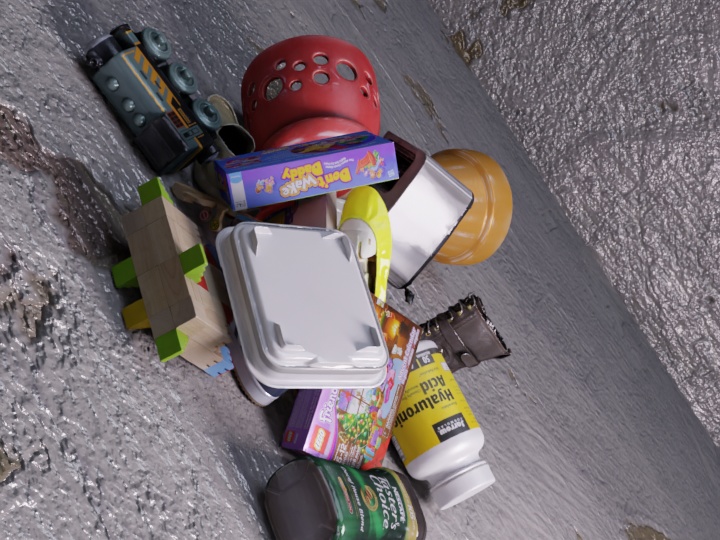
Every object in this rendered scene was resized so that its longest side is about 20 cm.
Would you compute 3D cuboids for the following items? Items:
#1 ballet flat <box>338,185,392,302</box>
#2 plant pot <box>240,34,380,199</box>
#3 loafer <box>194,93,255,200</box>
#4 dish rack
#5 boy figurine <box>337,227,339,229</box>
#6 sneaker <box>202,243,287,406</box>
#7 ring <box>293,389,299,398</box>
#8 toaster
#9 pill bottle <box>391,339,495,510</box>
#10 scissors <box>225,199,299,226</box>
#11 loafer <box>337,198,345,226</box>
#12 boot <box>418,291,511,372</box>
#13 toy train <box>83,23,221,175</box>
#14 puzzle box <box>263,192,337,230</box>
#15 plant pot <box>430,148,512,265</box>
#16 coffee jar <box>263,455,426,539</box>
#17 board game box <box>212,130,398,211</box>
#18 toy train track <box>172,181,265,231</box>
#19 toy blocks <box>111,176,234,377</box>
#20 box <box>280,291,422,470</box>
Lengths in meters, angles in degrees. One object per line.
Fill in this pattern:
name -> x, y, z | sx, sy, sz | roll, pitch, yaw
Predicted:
ballet flat -> 0.000, 0.000, 1.393 | 0.067, 0.066, 0.202 | -17, 108, -64
plant pot -> -0.064, -0.199, 1.645 | 0.200, 0.200, 0.184 | 33, 37, -46
loafer -> -0.175, -0.168, 1.521 | 0.076, 0.068, 0.201 | 40, 26, -37
dish rack -> -0.054, 0.028, 1.227 | 0.171, 0.044, 0.201 | 4, 54, -33
boy figurine -> -0.036, 0.001, 1.534 | 0.064, 0.125, 0.200 | 24, -4, 18
sneaker -> -0.110, 0.038, 1.294 | 0.070, 0.108, 0.201 | 7, 53, -62
ring -> -0.038, 0.101, 1.407 | 0.200, 0.019, 0.202 | 24, 62, -56
toaster -> 0.052, -0.084, 1.679 | 0.118, 0.181, 0.200 | 36, 3, -32
pill bottle -> 0.092, 0.201, 1.505 | 0.201, 0.111, 0.111 | 62, 21, 16
scissors -> -0.080, -0.098, 1.446 | 0.073, 0.199, 0.014 | -94, 158, -55
loafer -> -0.094, -0.083, 1.576 | 0.199, 0.063, 0.072 | 16, 82, -32
boot -> 0.091, 0.080, 1.593 | 0.200, 0.174, 0.069 | 47, 22, -24
toy train -> -0.250, -0.207, 1.402 | 0.201, 0.085, 0.114 | 54, 30, -4
puzzle box -> -0.087, -0.034, 1.422 | 0.025, 0.133, 0.201 | 49, 22, -29
plant pot -> 0.124, -0.109, 1.967 | 0.183, 0.200, 0.201 | -1, 57, -47
coffee jar -> -0.010, 0.257, 1.227 | 0.200, 0.085, 0.105 | 23, 38, -57
board game box -> -0.068, -0.121, 1.389 | 0.134, 0.198, 0.045 | -137, -144, -72
toy train track -> -0.142, -0.052, 1.363 | 0.199, 0.033, 0.115 | 25, 7, 24
toy blocks -> -0.178, 0.020, 1.220 | 0.137, 0.099, 0.201 | 45, 21, -58
box -> -0.006, 0.132, 1.334 | 0.137, 0.039, 0.201 | 34, 66, -43
